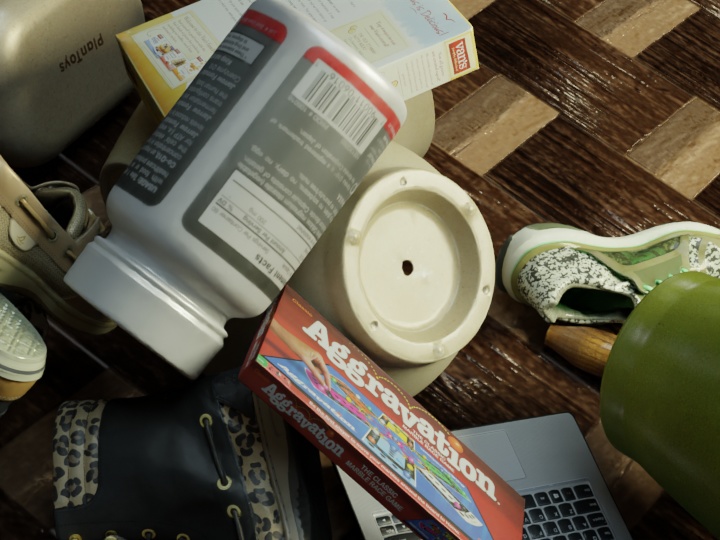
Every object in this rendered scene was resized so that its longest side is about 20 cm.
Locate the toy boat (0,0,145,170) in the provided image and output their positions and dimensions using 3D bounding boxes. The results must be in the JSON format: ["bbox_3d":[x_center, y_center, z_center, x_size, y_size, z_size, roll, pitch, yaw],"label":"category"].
[{"bbox_3d":[-0.249,-0.164,1.350,0.130,0.131,0.200,6,35,30],"label":"toy boat"}]

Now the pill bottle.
[{"bbox_3d":[-0.074,-0.045,1.061,0.114,0.114,0.200,35,85,16],"label":"pill bottle"}]

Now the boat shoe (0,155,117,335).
[{"bbox_3d":[-0.180,-0.015,1.093,0.071,0.065,0.200,45,3,23],"label":"boat shoe"}]

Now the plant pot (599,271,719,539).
[{"bbox_3d":[0.260,0.091,1.151,0.200,0.201,0.193,-23,35,-37],"label":"plant pot"}]

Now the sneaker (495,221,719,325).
[{"bbox_3d":[0.201,0.018,1.341,0.199,0.077,0.089,-2,34,-11],"label":"sneaker"}]

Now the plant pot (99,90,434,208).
[{"bbox_3d":[-0.082,-0.093,1.297,0.187,0.188,0.200,37,58,18],"label":"plant pot"}]

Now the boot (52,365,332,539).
[{"bbox_3d":[-0.096,0.156,1.078,0.150,0.201,0.073,-7,1,13],"label":"boot"}]

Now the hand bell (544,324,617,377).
[{"bbox_3d":[0.224,0.080,1.303,0.199,0.104,0.104,19,41,18],"label":"hand bell"}]

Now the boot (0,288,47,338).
[{"bbox_3d":[-0.261,0.051,1.132,0.150,0.073,0.200,-19,52,-36],"label":"boot"}]

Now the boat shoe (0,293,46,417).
[{"bbox_3d":[-0.251,0.017,1.059,0.074,0.062,0.200,8,29,-50],"label":"boat shoe"}]

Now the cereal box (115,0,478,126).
[{"bbox_3d":[-0.042,-0.141,1.190,0.199,0.040,0.144,-23,43,-10],"label":"cereal box"}]

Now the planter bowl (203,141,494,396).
[{"bbox_3d":[0.000,0.000,1.170,0.200,0.135,0.201,4,84,-36],"label":"planter bowl"}]

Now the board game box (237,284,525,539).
[{"bbox_3d":[0.017,0.099,1.063,0.200,0.019,0.103,42,21,-11],"label":"board game box"}]

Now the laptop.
[{"bbox_3d":[0.111,0.154,1.139,0.187,0.116,0.201,-6,55,-27],"label":"laptop"}]
